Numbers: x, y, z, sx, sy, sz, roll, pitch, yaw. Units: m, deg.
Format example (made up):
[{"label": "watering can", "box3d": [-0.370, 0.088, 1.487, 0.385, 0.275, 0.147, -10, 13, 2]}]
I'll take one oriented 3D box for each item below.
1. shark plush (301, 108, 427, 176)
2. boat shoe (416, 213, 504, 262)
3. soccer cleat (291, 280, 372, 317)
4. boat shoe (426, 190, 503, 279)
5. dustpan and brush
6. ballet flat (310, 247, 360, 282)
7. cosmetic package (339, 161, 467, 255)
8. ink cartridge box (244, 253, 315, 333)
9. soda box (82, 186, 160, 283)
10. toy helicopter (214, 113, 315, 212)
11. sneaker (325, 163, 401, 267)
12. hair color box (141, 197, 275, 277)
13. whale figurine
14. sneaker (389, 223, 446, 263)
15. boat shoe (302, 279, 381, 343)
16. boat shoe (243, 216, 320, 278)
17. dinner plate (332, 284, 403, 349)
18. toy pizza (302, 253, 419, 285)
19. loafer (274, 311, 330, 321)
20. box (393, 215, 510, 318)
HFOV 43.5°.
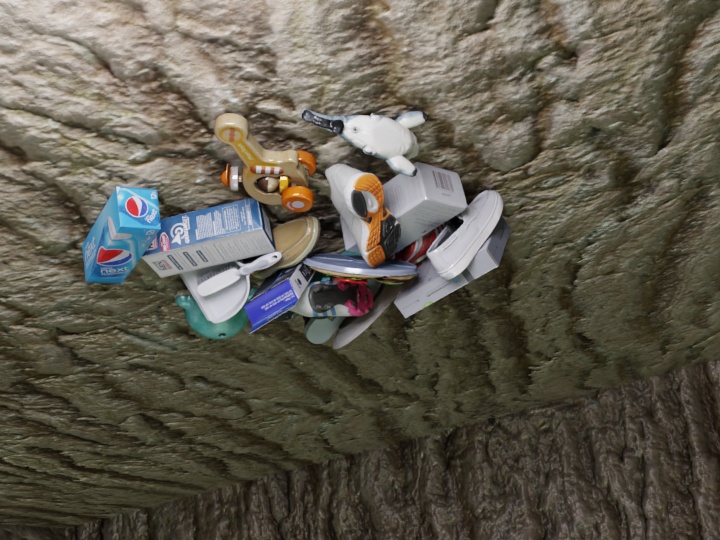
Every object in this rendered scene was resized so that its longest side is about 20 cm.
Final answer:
[{"label": "shark plush", "box3d": [0.005, -0.179, 1.263, 0.198, 0.092, 0.083, -3, -173, -33]}, {"label": "boat shoe", "box3d": [0.183, -0.045, 1.675, 0.199, 0.066, 0.073, -29, 153, 36]}, {"label": "soccer cleat", "box3d": [-0.057, 0.049, 1.622, 0.086, 0.071, 0.199, -7, 173, 34]}, {"label": "boat shoe", "box3d": [0.170, -0.075, 1.502, 0.069, 0.200, 0.072, 48, 152, -19]}, {"label": "dustpan and brush", "box3d": [-0.215, 0.005, 1.525, 0.198, 0.140, 0.057, -25, -163, 15]}, {"label": "ballet flat", "box3d": [-0.050, -0.003, 1.671, 0.198, 0.070, 0.069, -16, 158, 10]}, {"label": "cosmetic package", "box3d": [0.067, -0.095, 1.486, 0.101, 0.075, 0.199, 9, 149, -40]}, {"label": "ink cartridge box", "box3d": [-0.134, 0.031, 1.522, 0.099, 0.039, 0.200, -31, -167, 17]}, {"label": "soda box", "box3d": [-0.368, -0.051, 1.379, 0.064, 0.069, 0.200, 2, 155, -31]}, {"label": "toy helicopter", "box3d": [-0.152, -0.152, 1.265, 0.131, 0.080, 0.200, -9, 149, 20]}, {"label": "sneaker", "box3d": [0.001, -0.092, 1.406, 0.076, 0.092, 0.201, -38, 140, -18]}, {"label": "hair color box", "box3d": [-0.245, -0.052, 1.447, 0.198, 0.061, 0.100, -13, 158, 3]}, {"label": "whale figurine", "box3d": [-0.259, 0.058, 1.652, 0.157, 0.105, 0.200, -5, 154, -14]}, {"label": "sneaker", "box3d": [0.110, -0.038, 1.644, 0.114, 0.079, 0.200, -12, 170, -20]}, {"label": "boat shoe", "box3d": [-0.044, 0.050, 1.802, 0.200, 0.091, 0.071, -44, 119, 11]}, {"label": "boat shoe", "box3d": [-0.147, -0.040, 1.525, 0.076, 0.072, 0.199, 20, 144, -33]}, {"label": "dinner plate", "box3d": [0.010, 0.079, 1.807, 0.200, 0.024, 0.200, -42, -171, 9]}, {"label": "toy pizza", "box3d": [0.000, 0.000, 1.524, 0.198, 0.032, 0.200, 5, -173, -1]}, {"label": "loafer", "box3d": [-0.101, 0.054, 1.749, 0.199, 0.072, 0.063, -8, -160, 41]}, {"label": "box", "box3d": [0.162, -0.009, 1.576, 0.199, 0.041, 0.156, -31, -167, 27]}]
